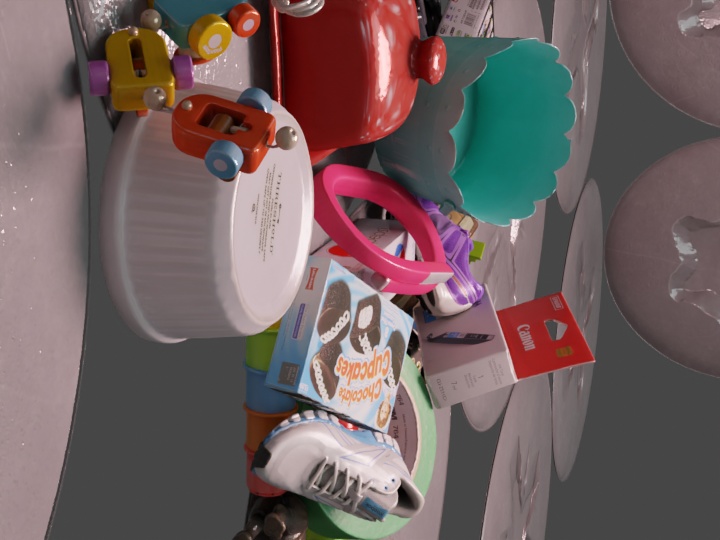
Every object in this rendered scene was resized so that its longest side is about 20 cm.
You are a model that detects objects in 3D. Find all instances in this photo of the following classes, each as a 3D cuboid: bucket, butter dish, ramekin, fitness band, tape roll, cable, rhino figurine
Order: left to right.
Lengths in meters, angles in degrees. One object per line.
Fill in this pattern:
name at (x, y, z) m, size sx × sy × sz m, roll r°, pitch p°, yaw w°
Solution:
ramekin at (-0.105, -0.042, 0.888) m, size 0.202 × 0.093 × 0.205 m, roll 5°, pitch 90°, yaw -71°
rhino figurine at (-0.081, 0.298, 1.112) m, size 0.087 × 0.059 × 0.202 m, roll -46°, pitch 141°, yaw -69°
tape roll at (-0.004, 0.165, 1.191) m, size 0.199 × 0.048 × 0.203 m, roll 12°, pitch 74°, yaw -45°
butter dish at (0.007, -0.197, 1.098) m, size 0.199 × 0.146 × 0.202 m, roll -43°, pitch 135°, yaw -62°
fitness band at (0.022, -0.041, 1.206) m, size 0.199 × 0.037 × 0.144 m, roll 6°, pitch 46°, yaw -57°
cable at (0.061, -0.326, 1.394) m, size 0.200 × 0.050 × 0.165 m, roll 57°, pitch 34°, yaw -66°
bucket at (0.121, -0.156, 1.284) m, size 0.206 × 0.134 × 0.210 m, roll -17°, pitch 115°, yaw -40°

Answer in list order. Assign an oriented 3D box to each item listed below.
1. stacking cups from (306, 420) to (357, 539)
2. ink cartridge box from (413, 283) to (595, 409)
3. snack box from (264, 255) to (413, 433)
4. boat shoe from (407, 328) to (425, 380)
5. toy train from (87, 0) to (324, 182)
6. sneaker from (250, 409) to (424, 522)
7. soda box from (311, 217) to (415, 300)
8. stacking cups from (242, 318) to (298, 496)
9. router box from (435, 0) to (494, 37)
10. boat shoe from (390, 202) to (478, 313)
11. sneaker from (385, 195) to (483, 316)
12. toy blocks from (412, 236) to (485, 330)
stacking cups at (-0.035, 0.225, 1.234) m, size 0.060 × 0.060 × 0.203 m, roll 40°, pitch 51°, yaw -68°
ink cartridge box at (0.152, 0.068, 1.322) m, size 0.200 × 0.174 × 0.045 m, roll -94°, pitch 165°, yaw -70°
snack box at (-0.014, 0.071, 1.077) m, size 0.200 × 0.037 × 0.118 m, roll 36°, pitch 66°, yaw -61°
boat shoe at (0.049, 0.106, 1.413) m, size 0.072 × 0.060 × 0.200 m, roll -43°, pitch 164°, yaw 6°
toy train at (-0.099, -0.130, 0.812) m, size 0.056 × 0.148 × 0.201 m, roll 99°, pitch 6°, yaw -46°
sneaker at (-0.010, 0.183, 1.060) m, size 0.199 × 0.087 × 0.075 m, roll 17°, pitch 112°, yaw -47°
soda box at (0.000, 0.000, 1.256) m, size 0.200 × 0.067 × 0.064 m, roll -40°, pitch 133°, yaw -65°
stacking cups at (-0.075, 0.103, 1.067) m, size 0.060 × 0.060 × 0.203 m, roll -35°, pitch 127°, yaw -66°
router box at (0.104, -0.221, 1.431) m, size 0.149 × 0.051 × 0.202 m, roll 51°, pitch 61°, yaw -78°
boat shoe at (0.061, -0.011, 1.450) m, size 0.200 × 0.076 × 0.072 m, roll -50°, pitch 180°, yaw -33°
sneaker at (0.085, -0.042, 1.384) m, size 0.081 × 0.083 × 0.202 m, roll 119°, pitch -46°, yaw -64°
toy blocks at (0.112, -0.005, 1.584) m, size 0.137 × 0.099 × 0.201 m, roll 90°, pitch 16°, yaw -53°
